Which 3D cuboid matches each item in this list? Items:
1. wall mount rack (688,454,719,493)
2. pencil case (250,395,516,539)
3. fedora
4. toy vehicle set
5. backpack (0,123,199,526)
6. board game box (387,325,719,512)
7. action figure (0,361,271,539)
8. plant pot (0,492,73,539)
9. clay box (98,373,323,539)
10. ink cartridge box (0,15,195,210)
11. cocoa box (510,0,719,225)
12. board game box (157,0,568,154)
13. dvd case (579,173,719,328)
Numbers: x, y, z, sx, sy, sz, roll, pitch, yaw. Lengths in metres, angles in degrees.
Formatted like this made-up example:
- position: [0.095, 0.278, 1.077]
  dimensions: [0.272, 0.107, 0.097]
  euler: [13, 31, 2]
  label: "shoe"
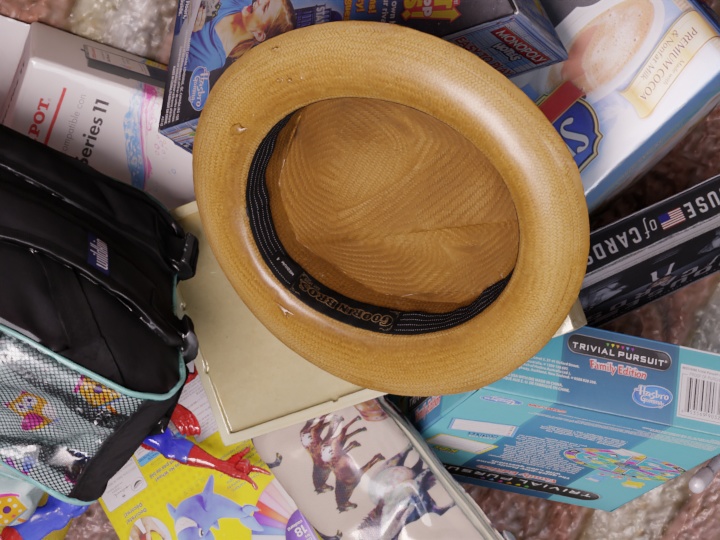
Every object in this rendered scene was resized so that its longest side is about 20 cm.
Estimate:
- position: [0.258, 0.050, 1.346]
  dimensions: [0.173, 0.075, 0.201]
  euler: [-3, 114, -23]
  label: "wall mount rack"
- position: [0.018, 0.121, 1.256]
  dimensions: [0.089, 0.078, 0.200]
  euler: [-36, 96, 16]
  label: "pencil case"
- position: [0.021, -0.039, 1.092]
  dimensions: [0.199, 0.082, 0.202]
  euler: [12, 121, 21]
  label: "fedora"
- position: [0.000, 0.000, 1.174]
  dimensions: [0.199, 0.026, 0.125]
  euler: [-19, 91, 21]
  label: "toy vehicle set"
- position: [-0.195, 0.011, 1.115]
  dimensions: [0.199, 0.176, 0.153]
  euler: [33, 119, -25]
  label: "backpack"
- position: [0.107, 0.080, 1.296]
  dimensions: [0.150, 0.200, 0.047]
  euler: [12, 71, -12]
  label: "board game box"
- position: [-0.117, 0.103, 1.205]
  dimensions: [0.098, 0.200, 0.066]
  euler: [16, 128, 19]
  label: "action figure"
- position: [-0.223, 0.094, 1.271]
  dimensions: [0.142, 0.200, 0.200]
  euler: [-44, 113, -14]
  label: "plant pot"
- position: [-0.069, 0.150, 1.309]
  dimensions: [0.115, 0.048, 0.201]
  euler: [-34, 81, 25]
  label: "clay box"
- position: [-0.142, -0.056, 1.267]
  dimensions: [0.199, 0.067, 0.118]
  euler: [17, 110, -14]
  label: "ink cartridge box"
- position: [0.091, -0.089, 1.225]
  dimensions: [0.200, 0.133, 0.131]
  euler: [-43, 82, 12]
  label: "cocoa box"
- position: [0.009, -0.157, 1.158]
  dimensions: [0.199, 0.062, 0.202]
  euler: [0, 74, 31]
  label: "board game box"
- position: [0.157, -0.007, 1.261]
  dimensions: [0.149, 0.200, 0.025]
  euler: [-25, 78, -1]
  label: "dvd case"
